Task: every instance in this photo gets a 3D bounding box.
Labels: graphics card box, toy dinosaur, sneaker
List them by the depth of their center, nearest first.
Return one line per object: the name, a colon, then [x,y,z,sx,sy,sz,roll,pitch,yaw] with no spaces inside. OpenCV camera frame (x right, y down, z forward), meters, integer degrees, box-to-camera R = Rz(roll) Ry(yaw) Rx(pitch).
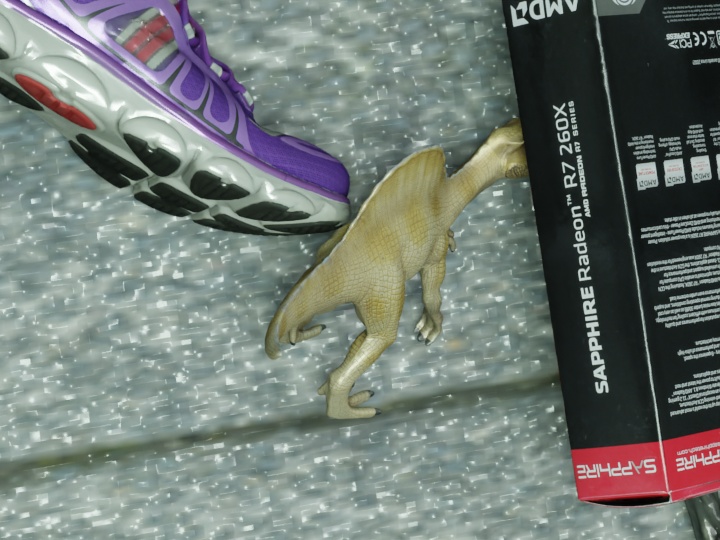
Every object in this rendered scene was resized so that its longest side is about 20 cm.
sneaker: [-0.079,-0.081,1.026,0.200,0.081,0.084,36,73,-18]
toy dinosaur: [0.000,0.000,1.036,0.058,0.101,0.200,36,43,18]
graphics card box: [0.123,-0.019,1.074,0.125,0.051,0.201,-9,91,-44]

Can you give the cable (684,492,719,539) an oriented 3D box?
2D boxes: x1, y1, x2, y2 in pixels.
cable: [0.148,0.131,1.124,0.097,0.050,0.201,15,88,-21]
